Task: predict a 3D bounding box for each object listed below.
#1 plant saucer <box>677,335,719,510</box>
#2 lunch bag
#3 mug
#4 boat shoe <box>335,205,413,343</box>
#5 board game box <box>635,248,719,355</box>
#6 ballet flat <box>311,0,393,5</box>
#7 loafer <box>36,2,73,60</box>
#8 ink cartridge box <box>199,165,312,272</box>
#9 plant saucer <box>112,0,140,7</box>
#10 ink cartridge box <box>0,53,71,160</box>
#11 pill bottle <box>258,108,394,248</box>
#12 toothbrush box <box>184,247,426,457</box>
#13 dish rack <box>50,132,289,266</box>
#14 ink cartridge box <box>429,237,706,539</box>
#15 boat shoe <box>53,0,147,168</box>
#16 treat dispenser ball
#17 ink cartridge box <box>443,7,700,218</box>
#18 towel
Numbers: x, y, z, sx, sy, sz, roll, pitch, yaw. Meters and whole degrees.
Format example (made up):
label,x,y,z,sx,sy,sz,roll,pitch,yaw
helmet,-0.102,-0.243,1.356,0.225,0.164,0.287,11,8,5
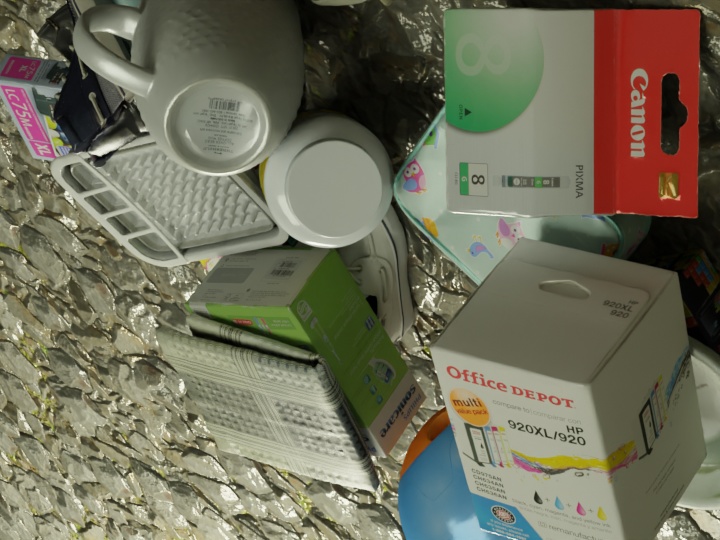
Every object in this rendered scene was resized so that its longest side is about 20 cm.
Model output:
label,x,y,z,sx,sy,sz,roll,pitch,yaw
plant saucer,0.258,0.109,1.618,0.199,0.050,0.201,26,142,22
lunch bag,0.129,-0.057,1.617,0.200,0.077,0.161,45,133,11
mug,-0.142,-0.169,1.620,0.199,0.176,0.148,18,119,-15
boat shoe,0.000,0.000,1.859,0.072,0.066,0.201,22,141,29
board game box,0.251,0.075,1.685,0.200,0.057,0.166,-14,115,52
ballet flat,-0.043,-0.256,1.617,0.199,0.069,0.070,16,138,36
loafer,-0.244,-0.174,1.908,0.201,0.072,0.073,60,166,-19
ink cartridge box,-0.116,-0.044,1.933,0.200,0.067,0.116,50,145,-8
plant saucer,-0.203,-0.260,1.780,0.201,0.039,0.201,51,170,12
ink cartridge box,-0.240,-0.143,1.851,0.199,0.042,0.120,8,146,21
pill bottle,-0.030,-0.080,1.687,0.112,0.112,0.200,50,-179,-9
toothbrush box,-0.051,0.077,1.863,0.145,0.086,0.200,0,132,44
dish rack,-0.173,-0.078,1.828,0.199,0.044,0.172,-9,137,39
ink cartridge box,0.167,0.103,1.532,0.147,0.145,0.201,12,135,34
boat shoe,-0.247,-0.182,1.764,0.075,0.093,0.200,40,-164,-47
treat dispenser ball,0.134,0.212,1.824,0.200,0.201,0.202,28,143,23
ink cartridge box,0.158,-0.120,1.491,0.199,0.050,0.162,5,101,34
towel,-0.085,0.125,1.857,0.199,0.035,0.193,12,144,32
